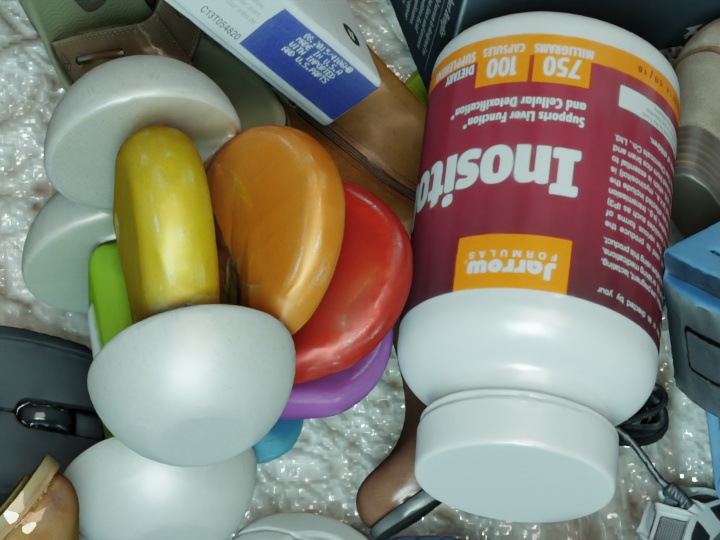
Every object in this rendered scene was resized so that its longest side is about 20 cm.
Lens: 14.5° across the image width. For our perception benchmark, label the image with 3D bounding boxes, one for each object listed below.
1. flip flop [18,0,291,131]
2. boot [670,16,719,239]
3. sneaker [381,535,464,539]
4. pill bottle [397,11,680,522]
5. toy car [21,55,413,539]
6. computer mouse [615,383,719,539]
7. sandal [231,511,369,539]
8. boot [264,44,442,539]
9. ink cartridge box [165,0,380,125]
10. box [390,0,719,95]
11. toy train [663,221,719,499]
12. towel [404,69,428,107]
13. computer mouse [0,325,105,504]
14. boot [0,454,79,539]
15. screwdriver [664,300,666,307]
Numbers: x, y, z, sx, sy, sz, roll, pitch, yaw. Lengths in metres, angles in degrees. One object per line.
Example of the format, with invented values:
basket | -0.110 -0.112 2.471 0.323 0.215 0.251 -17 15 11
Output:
flip flop | -0.105 -0.108 1.294 0.081 0.058 0.200 -30 59 -8
boot | 0.204 -0.025 1.336 0.200 0.070 0.146 63 38 -24
sneaker | 0.072 0.174 1.248 0.199 0.082 0.074 11 50 18
pill bottle | 0.076 0.000 1.217 0.113 0.113 0.201 10 64 -6
toy car | -0.055 0.015 1.181 0.149 0.200 0.175 -4 58 -17
computer mouse | 0.152 0.136 1.282 0.200 0.044 0.110 52 35 6
sandal | -0.020 0.171 1.183 0.082 0.050 0.203 10 27 -16
boot | 0.000 0.000 1.286 0.200 0.068 0.188 40 72 1
ink cartridge box | -0.083 -0.184 1.259 0.041 0.200 0.200 -35 53 15
box | 0.076 -0.200 1.347 0.148 0.107 0.200 -15 67 -14
toy train | 0.197 0.059 1.225 0.114 0.087 0.201 -24 121 -24
towel | 0.044 -0.054 1.353 0.086 0.018 0.200 42 70 7
computer mouse | -0.169 0.060 1.259 0.199 0.053 0.139 -1 72 -10
boot | -0.099 0.170 1.159 0.154 0.200 0.074 33 54 10
screwdriver | 0.151 0.030 1.339 0.029 0.028 0.201 -11 73 -44
